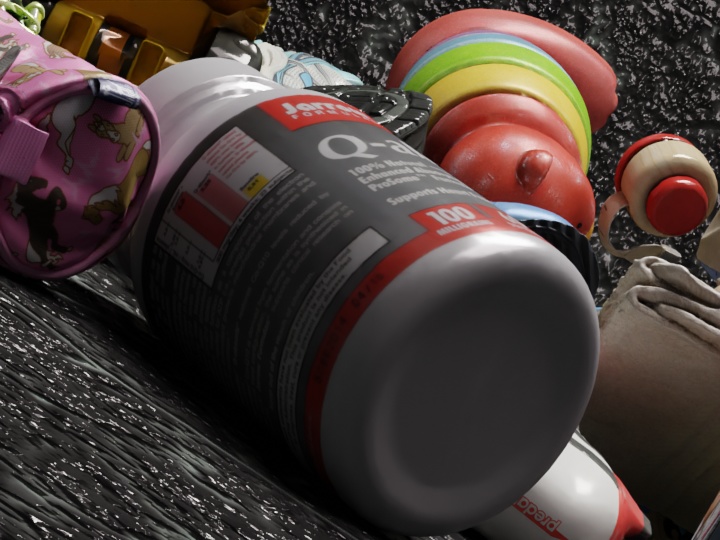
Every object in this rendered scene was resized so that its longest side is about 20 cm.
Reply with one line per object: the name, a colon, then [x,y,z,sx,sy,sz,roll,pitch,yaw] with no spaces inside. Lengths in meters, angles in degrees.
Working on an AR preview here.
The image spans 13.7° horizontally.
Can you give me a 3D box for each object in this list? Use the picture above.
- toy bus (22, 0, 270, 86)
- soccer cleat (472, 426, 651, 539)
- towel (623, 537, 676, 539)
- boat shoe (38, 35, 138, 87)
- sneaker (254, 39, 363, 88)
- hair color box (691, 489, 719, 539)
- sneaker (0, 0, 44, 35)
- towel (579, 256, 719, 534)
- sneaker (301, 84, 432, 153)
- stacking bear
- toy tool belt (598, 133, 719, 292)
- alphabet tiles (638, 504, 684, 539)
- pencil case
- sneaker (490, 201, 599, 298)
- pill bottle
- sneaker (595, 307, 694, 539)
toy bus: [-0.102,-0.134,1.481,0.135,0.201,0.192,22,-2,2]
soccer cleat: [0.050,0.066,1.226,0.085,0.069,0.200,37,6,-26]
towel: [0.209,0.150,1.281,0.199,0.037,0.148,11,-2,29]
boat shoe: [-0.152,-0.074,1.322,0.199,0.072,0.069,25,-27,23]
sneaker: [-0.027,-0.074,1.542,0.086,0.078,0.200,7,21,-6]
hair color box: [0.166,0.093,1.128,0.060,0.099,0.200,34,24,7]
sneaker: [-0.158,-0.080,1.209,0.075,0.077,0.200,33,5,-46]
towel: [0.150,0.062,1.310,0.132,0.035,0.200,27,-25,-2]
sneaker: [-0.011,-0.025,1.410,0.075,0.091,0.200,6,29,11]
stacking bear: [0.070,-0.055,1.509,0.114,0.122,0.200,38,14,-15]
toy tool belt: [0.222,0.009,1.464,0.199,0.125,0.123,26,21,-24]
alphabet tiles: [0.127,0.084,1.466,0.167,0.008,0.201,32,30,-24]
pencil case: [-0.160,-0.075,1.105,0.082,0.087,0.200,-19,41,-36]
sneaker: [0.000,0.000,1.279,0.199,0.066,0.078,1,7,-16]
pill bottle: [-0.014,0.002,1.091,0.116,0.116,0.200,30,5,-44]
sneaker: [0.160,0.083,1.423,0.199,0.082,0.073,25,-25,-8]
